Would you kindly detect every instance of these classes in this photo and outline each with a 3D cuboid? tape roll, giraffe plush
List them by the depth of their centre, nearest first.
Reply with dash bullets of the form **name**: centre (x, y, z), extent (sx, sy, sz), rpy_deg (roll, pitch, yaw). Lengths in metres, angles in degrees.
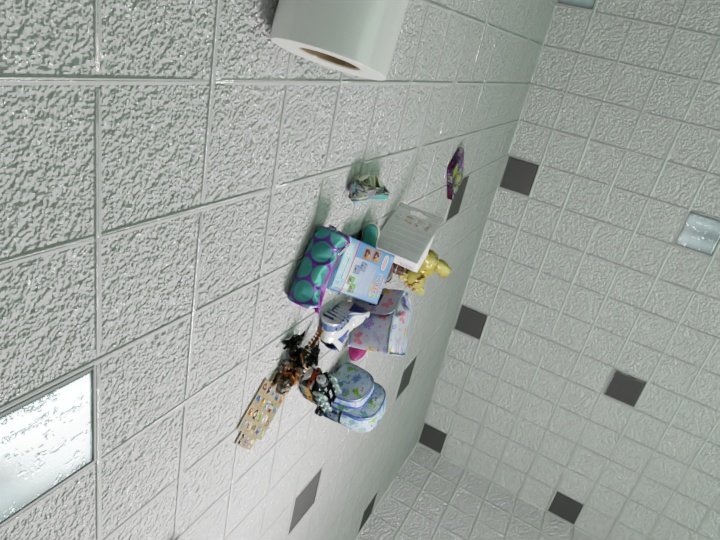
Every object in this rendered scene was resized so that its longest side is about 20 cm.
- **tape roll**: centre (-0.031, -0.410, 0.871), extent (0.202, 0.201, 0.141), rpy_deg (-12, 123, -66)
- **giraffe plush**: centre (0.239, 0.004, 2.080), extent (0.162, 0.172, 0.200), rpy_deg (-49, 174, 11)

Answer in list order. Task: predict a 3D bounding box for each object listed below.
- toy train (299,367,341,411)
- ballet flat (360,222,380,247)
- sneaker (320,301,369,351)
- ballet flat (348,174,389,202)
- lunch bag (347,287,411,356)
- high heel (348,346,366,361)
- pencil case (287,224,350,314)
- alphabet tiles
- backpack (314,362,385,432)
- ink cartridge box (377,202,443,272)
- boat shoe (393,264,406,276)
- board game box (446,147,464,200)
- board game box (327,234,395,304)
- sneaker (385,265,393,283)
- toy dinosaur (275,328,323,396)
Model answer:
- **toy train**: centre (-0.121, 0.327, 1.508), extent (0.086, 0.113, 0.201), rpy_deg (-60, 162, -24)
- **ballet flat**: centre (0.015, -0.044, 1.570), extent (0.069, 0.069, 0.202), rpy_deg (-14, 122, -65)
- **sneaker**: centre (-0.062, 0.168, 1.574), extent (0.199, 0.080, 0.116), rpy_deg (-19, 133, -56)
- **ballet flat**: centre (0.028, -0.218, 1.416), extent (0.200, 0.071, 0.073), rpy_deg (-21, 130, -65)
- **lunch bag**: centre (0.060, 0.154, 1.681), extent (0.127, 0.168, 0.203), rpy_deg (20, 79, -51)
- **high heel**: centre (0.009, 0.200, 1.783), extent (0.097, 0.067, 0.201), rpy_deg (104, 5, -49)
- **pencil case**: centre (-0.097, -0.006, 1.272), extent (0.202, 0.092, 0.085), rpy_deg (-66, 160, -2)
- **alphabet tiles**: centre (-0.250, 0.358, 1.378), extent (0.201, 0.006, 0.167), rpy_deg (-61, 158, -18)
- **backpack**: centre (-0.019, 0.412, 1.738), extent (0.183, 0.198, 0.148), rpy_deg (-46, 151, -43)
- **ink cartridge box**: centre (0.149, -0.108, 1.690), extent (0.201, 0.160, 0.050), rpy_deg (-56, 159, -30)
- **boat shoe**: centre (0.174, -0.053, 1.944), extent (0.201, 0.070, 0.071), rpy_deg (-55, 155, -35)
- **board game box**: centre (0.389, -0.393, 2.201), extent (0.121, 0.032, 0.201), rpy_deg (-56, 158, -20)
- **board game box**: centre (0.000, 0.000, 1.495), extent (0.199, 0.036, 0.153), rpy_deg (20, 92, -45)
- **sneaker**: centre (0.050, 0.007, 1.684), extent (0.200, 0.073, 0.088), rpy_deg (-48, 151, -42)
- **toy dinosaur**: centre (-0.159, 0.227, 1.394), extent (0.136, 0.101, 0.202), rpy_deg (109, -7, -54)
